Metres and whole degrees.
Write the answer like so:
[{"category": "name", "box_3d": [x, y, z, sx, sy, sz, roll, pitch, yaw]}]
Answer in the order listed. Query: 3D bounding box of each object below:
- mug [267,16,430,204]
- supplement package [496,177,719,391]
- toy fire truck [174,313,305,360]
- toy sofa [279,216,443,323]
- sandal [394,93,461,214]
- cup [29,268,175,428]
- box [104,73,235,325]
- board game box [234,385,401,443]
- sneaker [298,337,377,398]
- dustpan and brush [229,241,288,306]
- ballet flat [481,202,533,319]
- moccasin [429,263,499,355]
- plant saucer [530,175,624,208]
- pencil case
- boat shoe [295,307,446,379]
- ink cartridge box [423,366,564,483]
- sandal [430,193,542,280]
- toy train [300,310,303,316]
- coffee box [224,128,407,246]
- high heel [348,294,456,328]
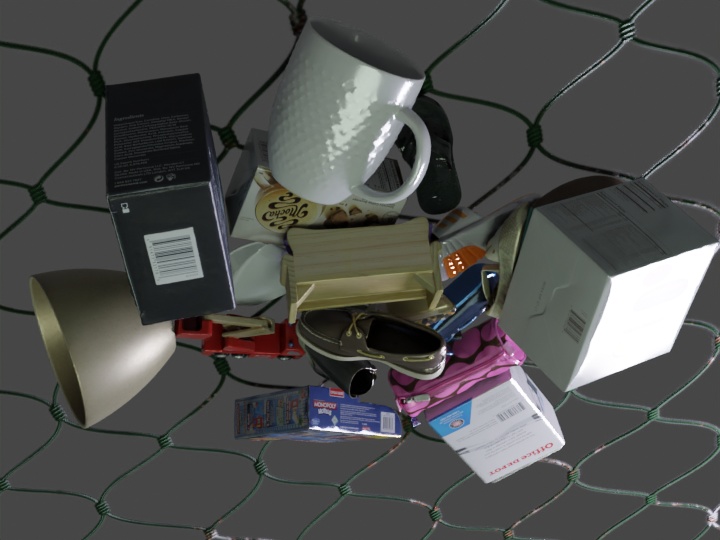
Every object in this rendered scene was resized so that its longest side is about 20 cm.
[{"category": "mug", "box_3d": [-0.009, -0.158, 1.420, 0.147, 0.199, 0.177, -17, 138, -60]}, {"category": "supplement package", "box_3d": [0.312, 0.016, 1.619, 0.198, 0.147, 0.193, -16, 136, -32]}, {"category": "toy fire truck", "box_3d": [-0.154, 0.079, 1.683, 0.197, 0.049, 0.141, 4, 164, -17]}, {"category": "toy sofa", "box_3d": [0.000, 0.000, 1.570, 0.197, 0.099, 0.083, -6, 161, -7]}, {"category": "sandal", "box_3d": [0.088, -0.139, 1.583, 0.074, 0.048, 0.201, -20, 135, 6]}, {"category": "cup", "box_3d": [-0.318, 0.079, 1.609, 0.142, 0.201, 0.202, -21, 138, -21]}, {"category": "box", "box_3d": [-0.217, -0.083, 1.452, 0.116, 0.201, 0.198, -9, 135, -4]}, {"category": "board game box", "box_3d": [-0.078, 0.211, 1.829, 0.198, 0.063, 0.199, -10, 165, 40]}, {"category": "sneaker", "box_3d": [-0.015, 0.139, 1.725, 0.075, 0.106, 0.200, -43, 155, 0]}, {"category": "dustpan and brush", "box_3d": [-0.161, 0.015, 1.664, 0.199, 0.058, 0.139, -37, 151, 19]}, {"category": "ballet flat", "box_3d": [0.188, -0.007, 1.660, 0.062, 0.068, 0.202, 12, 133, 15]}, {"category": "moccasin", "box_3d": [0.122, 0.077, 1.772, 0.199, 0.081, 0.068, -37, 124, 21]}, {"category": "plant saucer", "box_3d": [0.290, -0.040, 1.717, 0.198, 0.032, 0.202, -15, 136, -15]}, {"category": "pencil case", "box_3d": [0.138, 0.140, 1.818, 0.199, 0.094, 0.091, -30, 89, 17]}, {"category": "boat shoe", "box_3d": [0.014, 0.082, 1.612, 0.197, 0.072, 0.060, 17, 149, 7]}, {"category": "ink cartridge box", "box_3d": [0.200, 0.218, 1.923, 0.145, 0.086, 0.200, -29, 134, 14]}, {"category": "sandal", "box_3d": [0.147, -0.055, 1.678, 0.205, 0.059, 0.080, -28, 145, -18]}, {"category": "toy train", "box_3d": [-0.067, 0.051, 1.698, 0.034, 0.046, 0.200, -33, 153, -4]}, {"category": "coffee box", "box_3d": [-0.056, -0.091, 1.570, 0.198, 0.080, 0.114, 11, 130, -22]}, {"category": "high heel", "box_3d": [0.065, 0.066, 1.710, 0.198, 0.072, 0.143, 3, 153, 34]}]
